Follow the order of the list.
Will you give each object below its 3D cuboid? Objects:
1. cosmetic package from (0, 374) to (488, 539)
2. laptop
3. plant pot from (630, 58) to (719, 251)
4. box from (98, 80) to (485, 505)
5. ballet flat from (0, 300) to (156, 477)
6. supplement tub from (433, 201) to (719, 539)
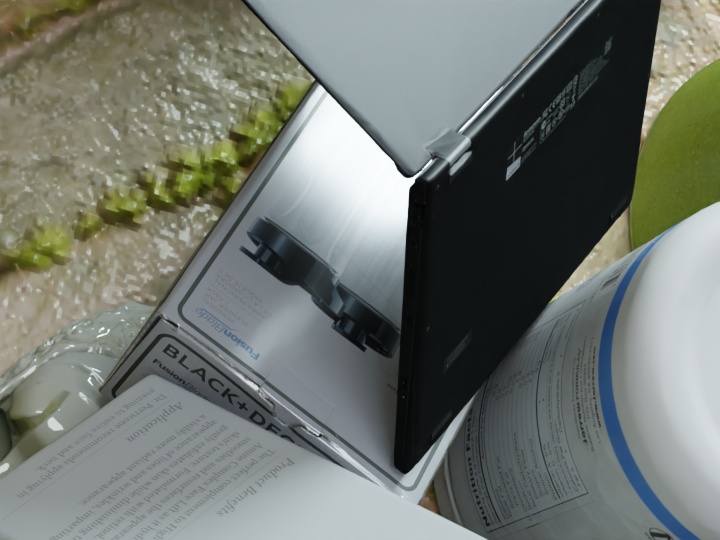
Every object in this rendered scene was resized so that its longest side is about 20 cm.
[{"bbox_3d":[-0.026,0.117,0.722,0.199,0.074,0.101,26,42,30],"label":"cosmetic package"},{"bbox_3d":[0.019,-0.075,0.796,0.115,0.201,0.187,22,43,22],"label":"laptop"},{"bbox_3d":[0.235,-0.037,0.904,0.186,0.200,0.189,5,73,-18],"label":"plant pot"},{"bbox_3d":[0.000,0.000,0.855,0.116,0.060,0.200,37,48,-7],"label":"box"},{"bbox_3d":[-0.129,0.081,0.818,0.200,0.072,0.072,-41,91,-25],"label":"ballet flat"},{"bbox_3d":[0.119,0.058,0.836,0.131,0.200,0.133,5,73,-17],"label":"supplement tub"}]
